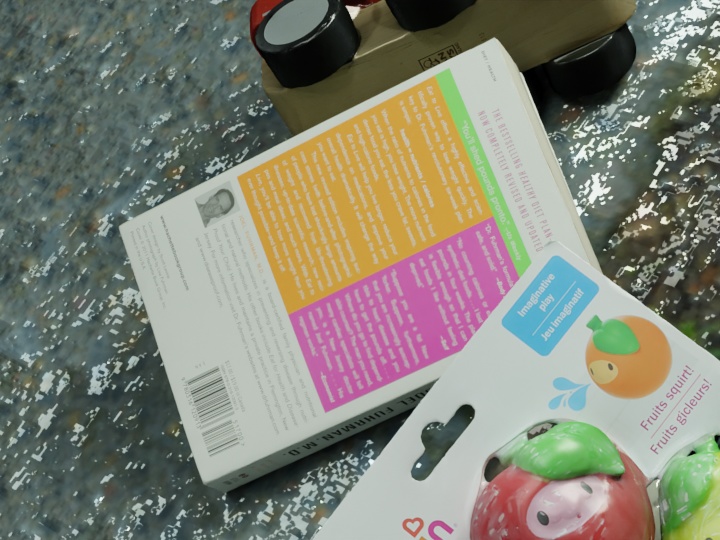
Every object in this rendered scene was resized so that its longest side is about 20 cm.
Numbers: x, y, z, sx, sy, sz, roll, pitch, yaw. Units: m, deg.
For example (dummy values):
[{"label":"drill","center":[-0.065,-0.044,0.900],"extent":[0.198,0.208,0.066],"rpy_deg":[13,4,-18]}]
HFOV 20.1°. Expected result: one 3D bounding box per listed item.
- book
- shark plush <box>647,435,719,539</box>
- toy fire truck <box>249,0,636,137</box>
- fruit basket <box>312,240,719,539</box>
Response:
[{"label":"book","center":[0.000,0.000,0.920],"extent":[0.200,0.048,0.134],"rpy_deg":[-24,70,12]},{"label":"shark plush","center":[0.078,0.098,0.810],"extent":[0.200,0.091,0.083],"rpy_deg":[-50,16,-4]},{"label":"toy fire truck","center":[0.028,-0.166,1.009],"extent":[0.176,0.129,0.200],"rpy_deg":[-24,36,13]},{"label":"fruit basket","center":[0.094,0.113,0.720],"extent":[0.200,0.094,0.185],"rpy_deg":[39,78,5]}]
